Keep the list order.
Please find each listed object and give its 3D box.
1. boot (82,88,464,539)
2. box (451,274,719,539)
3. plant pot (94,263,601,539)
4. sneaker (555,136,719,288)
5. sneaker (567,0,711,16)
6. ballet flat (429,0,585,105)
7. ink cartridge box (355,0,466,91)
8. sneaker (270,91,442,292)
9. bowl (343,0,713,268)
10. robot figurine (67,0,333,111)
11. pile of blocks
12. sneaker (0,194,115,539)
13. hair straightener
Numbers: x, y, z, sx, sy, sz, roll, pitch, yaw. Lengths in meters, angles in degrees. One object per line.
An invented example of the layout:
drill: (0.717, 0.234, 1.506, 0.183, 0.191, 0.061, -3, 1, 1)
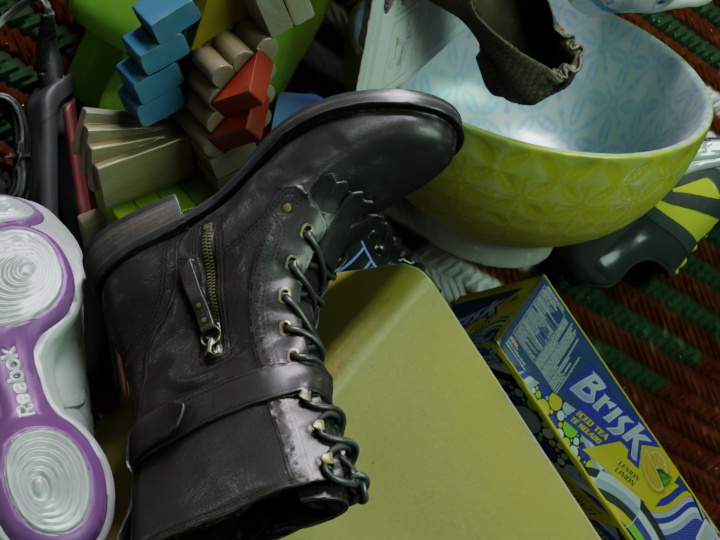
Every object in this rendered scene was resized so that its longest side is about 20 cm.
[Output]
boot: (-0.026, 0.030, 1.112, 0.069, 0.200, 0.174, 48, 18, -48)
box: (0.116, 0.103, 1.453, 0.200, 0.070, 0.064, 55, 48, -18)
plant pot: (-0.032, 0.136, 1.220, 0.176, 0.200, 0.200, -44, 110, -29)
sneaker: (0.174, -0.035, 1.564, 0.200, 0.074, 0.085, -9, 98, -42)
sneaker: (0.128, -0.172, 1.374, 0.200, 0.087, 0.075, 3, 98, -58)
ballet flat: (0.067, -0.134, 1.268, 0.067, 0.046, 0.200, -66, 153, -17)
ink cartridge box: (0.021, -0.176, 1.290, 0.200, 0.047, 0.160, -45, 148, -64)
sneaker: (0.000, 0.000, 1.307, 0.070, 0.078, 0.200, -79, 165, -55)
bowl: (0.079, -0.067, 1.424, 0.200, 0.200, 0.108, -22, 137, -46)
robot figurine: (-0.065, -0.156, 1.284, 0.116, 0.175, 0.200, 24, 98, -34)
pile of blocks: (-0.076, -0.064, 1.181, 0.082, 0.062, 0.200, 1, 116, -30)
sneaker: (-0.157, 0.060, 1.172, 0.075, 0.100, 0.200, -1, 57, -15)
hair straightener: (-0.154, -0.031, 1.240, 0.077, 0.041, 0.200, 0, 83, -45)
